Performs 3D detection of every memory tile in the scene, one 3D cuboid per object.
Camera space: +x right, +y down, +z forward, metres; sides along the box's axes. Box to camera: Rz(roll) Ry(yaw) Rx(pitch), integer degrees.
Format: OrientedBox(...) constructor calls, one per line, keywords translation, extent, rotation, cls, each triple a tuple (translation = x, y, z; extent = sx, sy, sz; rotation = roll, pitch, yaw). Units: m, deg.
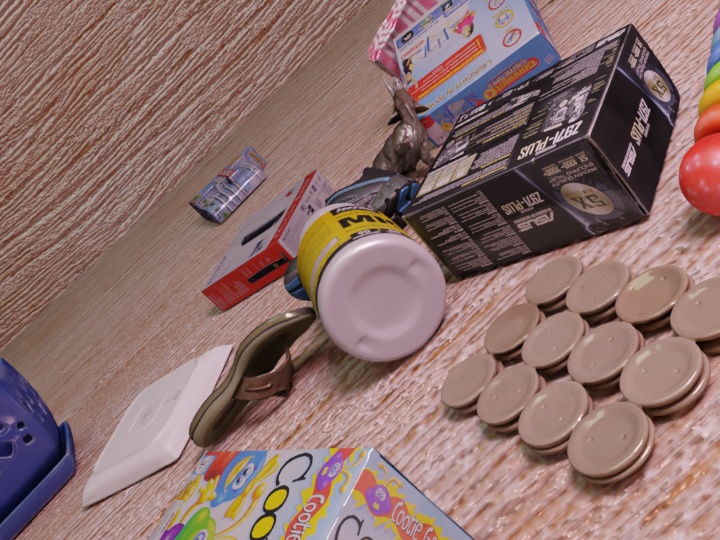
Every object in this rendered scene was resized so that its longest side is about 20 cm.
OrientedBox(translation=(0.145, 0.053, 0.501), extent=(0.153, 0.017, 0.200), rotation=(-48, 20, -12), cls="memory tile")

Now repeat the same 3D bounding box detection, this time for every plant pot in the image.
OrientedBox(translation=(-0.532, 0.270, 1.114), extent=(0.200, 0.180, 0.200), rotation=(-47, 20, -12), cls="plant pot")

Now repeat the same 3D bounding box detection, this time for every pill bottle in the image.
OrientedBox(translation=(0.000, 0.000, 0.736), extent=(0.114, 0.114, 0.200), rotation=(-43, 21, 1), cls="pill bottle")

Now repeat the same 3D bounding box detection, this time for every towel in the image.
OrientedBox(translation=(0.112, -0.374, 1.161), extent=(0.200, 0.146, 0.030), rotation=(-58, 41, 12), cls="towel")

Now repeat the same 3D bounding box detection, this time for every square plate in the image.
OrientedBox(translation=(-0.265, 0.192, 0.986), extent=(0.198, 0.028, 0.200), rotation=(-32, 24, 31), cls="square plate")

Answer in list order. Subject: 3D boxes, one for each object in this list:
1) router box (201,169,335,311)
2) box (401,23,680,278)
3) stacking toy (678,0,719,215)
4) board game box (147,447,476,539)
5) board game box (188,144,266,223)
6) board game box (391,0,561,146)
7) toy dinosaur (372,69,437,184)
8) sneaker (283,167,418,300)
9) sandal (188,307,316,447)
OrientedBox(translation=(-0.140, -0.048, 1.188), extent=(0.179, 0.049, 0.200), rotation=(-30, 24, 33), cls="router box")
OrientedBox(translation=(0.158, -0.099, 0.673), extent=(0.200, 0.086, 0.164), rotation=(-22, 29, 46), cls="box")
OrientedBox(translation=(0.268, -0.121, 0.532), extent=(0.085, 0.085, 0.200), rotation=(-10, 44, 57), cls="stacking toy")
OrientedBox(translation=(-0.043, 0.182, 0.472), extent=(0.200, 0.105, 0.103), rotation=(-19, 32, 51), cls="board game box")
OrientedBox(translation=(-0.293, -0.203, 1.768), extent=(0.200, 0.062, 0.200), rotation=(-48, 21, -10), cls="board game box")
OrientedBox(translation=(0.148, -0.300, 1.033), extent=(0.200, 0.056, 0.196), rotation=(-33, 45, 27), cls="board game box")
OrientedBox(translation=(0.050, -0.141, 0.979), extent=(0.102, 0.077, 0.200), rotation=(-104, 27, -54), cls="toy dinosaur")
OrientedBox(translation=(-0.019, -0.044, 0.893), extent=(0.200, 0.073, 0.082), rotation=(-42, 49, -19), cls="sneaker")
OrientedBox(translation=(-0.102, 0.116, 0.791), extent=(0.201, 0.057, 0.080), rotation=(-54, -22, 19), cls="sandal")
